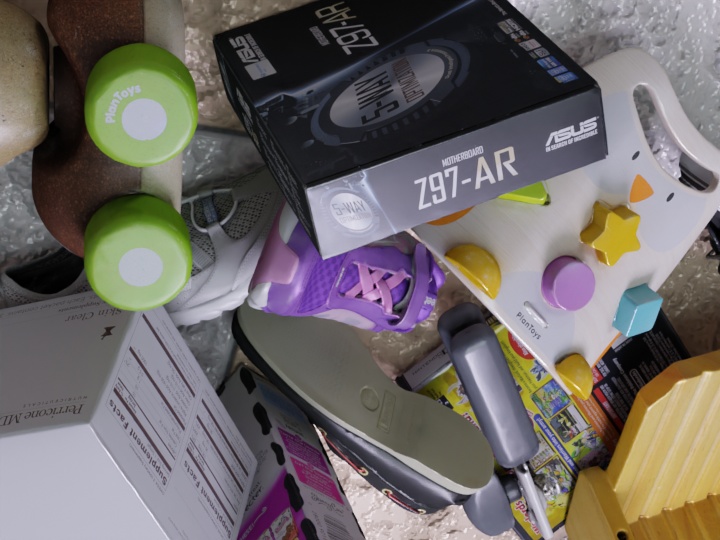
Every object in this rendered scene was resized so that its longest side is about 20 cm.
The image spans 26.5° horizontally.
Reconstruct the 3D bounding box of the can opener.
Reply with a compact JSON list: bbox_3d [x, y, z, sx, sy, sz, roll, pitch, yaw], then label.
[{"bbox_3d":[0.090,0.113,1.040,0.066,0.053,0.201,-23,125,-6],"label":"can opener"}]

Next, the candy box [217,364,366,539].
[{"bbox_3d":[-0.071,0.172,0.952,0.061,0.200,0.137,33,105,-33],"label":"candy box"}]

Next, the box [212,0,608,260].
[{"bbox_3d":[0.019,-0.096,0.829,0.159,0.200,0.044,-19,125,-8],"label":"box"}]

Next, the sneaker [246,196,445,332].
[{"bbox_3d":[0.000,0.000,0.884,0.088,0.200,0.081,28,96,14],"label":"sneaker"}]

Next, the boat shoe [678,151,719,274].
[{"bbox_3d":[0.275,-0.020,1.062,0.199,0.070,0.066,28,105,-40],"label":"boat shoe"}]

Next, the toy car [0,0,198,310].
[{"bbox_3d":[-0.189,-0.078,0.790,0.197,0.165,0.159,0,120,-11],"label":"toy car"}]

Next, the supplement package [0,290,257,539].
[{"bbox_3d":[-0.187,0.113,0.877,0.198,0.112,0.157,-11,128,21],"label":"supplement package"}]

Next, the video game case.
[{"bbox_3d":[0.146,0.088,1.097,0.180,0.026,0.200,-37,126,2],"label":"video game case"}]

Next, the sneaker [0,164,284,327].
[{"bbox_3d":[-0.123,-0.010,0.899,0.199,0.075,0.082,-31,127,-1],"label":"sneaker"}]

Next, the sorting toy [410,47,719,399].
[{"bbox_3d":[0.144,-0.037,0.958,0.180,0.107,0.200,-45,115,2],"label":"sorting toy"}]

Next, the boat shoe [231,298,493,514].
[{"bbox_3d":[-0.007,0.089,0.991,0.201,0.074,0.063,38,134,-13],"label":"boat shoe"}]

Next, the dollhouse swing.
[{"bbox_3d":[0.278,0.169,1.093,0.198,0.183,0.176,-12,154,-23],"label":"dollhouse swing"}]
